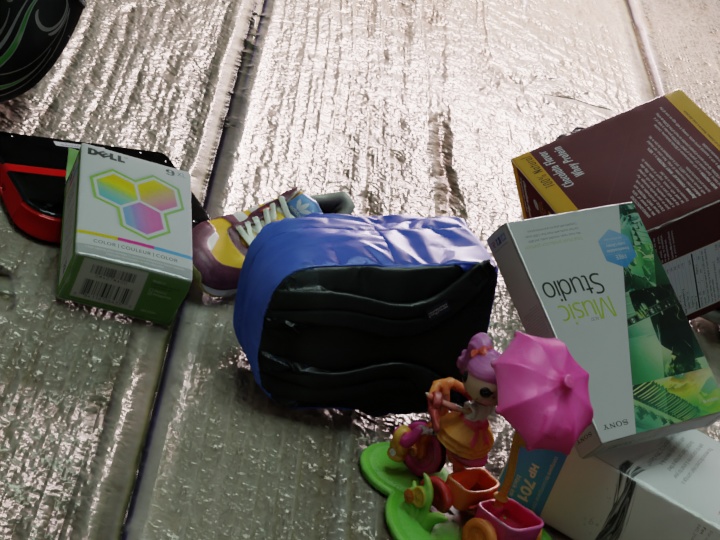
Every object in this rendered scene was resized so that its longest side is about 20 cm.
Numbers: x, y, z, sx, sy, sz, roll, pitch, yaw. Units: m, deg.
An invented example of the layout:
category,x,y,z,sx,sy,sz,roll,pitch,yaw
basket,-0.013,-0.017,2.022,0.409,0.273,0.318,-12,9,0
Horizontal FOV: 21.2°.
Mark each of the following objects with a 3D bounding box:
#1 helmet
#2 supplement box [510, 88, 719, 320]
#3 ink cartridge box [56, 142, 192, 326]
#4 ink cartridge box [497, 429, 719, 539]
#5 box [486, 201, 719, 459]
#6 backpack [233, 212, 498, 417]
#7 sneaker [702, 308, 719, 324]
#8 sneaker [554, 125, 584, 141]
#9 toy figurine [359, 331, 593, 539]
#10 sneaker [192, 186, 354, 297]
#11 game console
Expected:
category,x,y,z,sx,sy,sz,roll,pitch,yaw
helmet,-0.382,-0.251,1.851,0.200,0.191,0.200,49,0,0
supplement box,0.291,-0.053,1.962,0.199,0.133,0.197,-23,38,-8
ink cartridge box,-0.206,-0.050,1.689,0.103,0.059,0.200,15,39,-18
ink cartridge box,0.234,0.179,1.611,0.200,0.086,0.146,30,25,16
box,0.202,0.045,1.569,0.144,0.036,0.201,-10,70,-34
backpack,-0.009,0.033,1.630,0.199,0.163,0.168,-3,26,-20
sneaker,0.336,-0.010,2.068,0.200,0.075,0.090,30,22,19
sneaker,0.238,-0.105,2.170,0.071,0.098,0.201,25,26,1
toy figurine,0.103,0.124,1.500,0.150,0.185,0.200,-4,35,-43
sneaker,-0.085,-0.037,1.758,0.075,0.090,0.200,55,32,8
game console,-0.245,-0.072,1.800,0.199,0.031,0.177,6,26,-31
